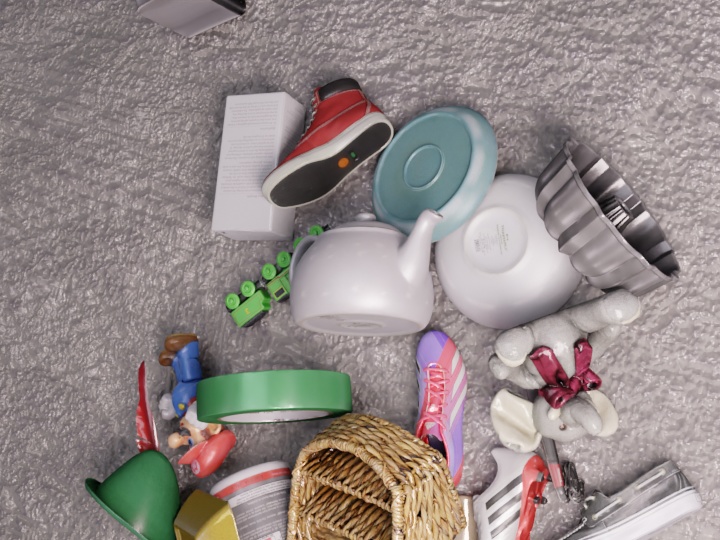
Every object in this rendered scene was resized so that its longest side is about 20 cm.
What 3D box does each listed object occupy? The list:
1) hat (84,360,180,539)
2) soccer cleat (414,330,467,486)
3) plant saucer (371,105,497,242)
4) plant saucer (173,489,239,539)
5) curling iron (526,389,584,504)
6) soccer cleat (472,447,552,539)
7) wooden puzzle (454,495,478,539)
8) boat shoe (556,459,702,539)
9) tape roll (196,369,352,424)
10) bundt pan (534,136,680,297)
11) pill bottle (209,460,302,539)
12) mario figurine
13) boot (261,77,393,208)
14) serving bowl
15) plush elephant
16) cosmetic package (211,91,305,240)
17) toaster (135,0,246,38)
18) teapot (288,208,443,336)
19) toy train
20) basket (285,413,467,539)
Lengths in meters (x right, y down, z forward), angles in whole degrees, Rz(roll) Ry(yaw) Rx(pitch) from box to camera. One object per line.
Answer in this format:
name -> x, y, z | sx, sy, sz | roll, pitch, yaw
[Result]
hat -> -0.265, 0.266, 1.293 | 0.177, 0.200, 0.165 | -52, 21, -12
soccer cleat -> 0.096, 0.173, 1.173 | 0.066, 0.076, 0.202 | -5, 79, 21
plant saucer -> 0.088, -0.131, 1.234 | 0.199, 0.027, 0.202 | -20, 56, 33
plant saucer -> -0.186, 0.389, 1.189 | 0.048, 0.200, 0.202 | -14, 88, -23
curling iron -> 0.223, 0.186, 1.133 | 0.025, 0.049, 0.202 | -30, 62, 26
soccer cleat -> 0.165, 0.310, 1.123 | 0.085, 0.068, 0.202 | 15, 85, 38
wooden puzzle -> 0.050, 0.374, 1.171 | 0.198, 0.046, 0.187 | -5, 77, 24
boat shoe -> 0.286, 0.283, 1.073 | 0.199, 0.072, 0.071 | -29, 60, 6
tape roll -> -0.110, 0.164, 1.204 | 0.198, 0.200, 0.049 | -10, 76, 23
bundt pan -> 0.274, -0.050, 1.078 | 0.076, 0.201, 0.203 | -41, 65, 27
pill bottle -> -0.113, 0.359, 1.213 | 0.115, 0.116, 0.202 | -29, 68, 17
mario figurine -> -0.248, 0.193, 1.313 | 0.105, 0.124, 0.202 | -24, 65, 6
boot -> -0.067, -0.182, 1.311 | 0.199, 0.073, 0.145 | -34, 50, -1
serving bowl -> 0.179, -0.030, 1.183 | 0.198, 0.066, 0.203 | -6, 77, 25
plush elephant -> 0.227, 0.128, 1.065 | 0.163, 0.200, 0.156 | -18, 84, -12
cosmetic package -> -0.145, -0.148, 1.358 | 0.100, 0.071, 0.202 | 2, 80, 24
toaster -> -0.267, -0.471, 1.427 | 0.118, 0.200, 0.183 | -18, 80, 24
teapot -> 0.000, 0.000, 1.198 | 0.197, 0.198, 0.148 | 1, 76, 0
toy train -> -0.108, 0.010, 1.327 | 0.199, 0.042, 0.057 | -37, 76, 14
basket -> -0.002, 0.267, 1.099 | 0.199, 0.149, 0.144 | 10, 128, 49
